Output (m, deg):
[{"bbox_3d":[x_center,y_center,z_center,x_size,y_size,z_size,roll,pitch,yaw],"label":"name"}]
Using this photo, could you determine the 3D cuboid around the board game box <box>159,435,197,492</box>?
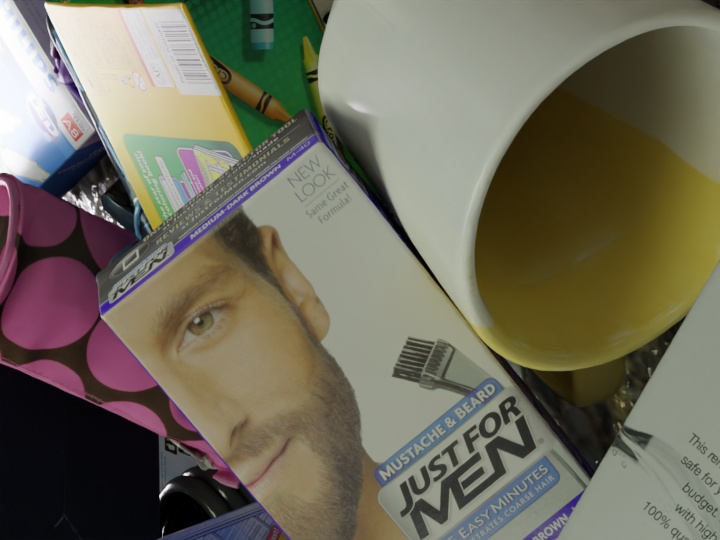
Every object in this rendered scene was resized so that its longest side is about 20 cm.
[{"bbox_3d":[-0.165,0.092,1.553,0.198,0.043,0.201,23,136,20],"label":"board game box"}]

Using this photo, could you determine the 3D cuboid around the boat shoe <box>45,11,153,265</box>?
[{"bbox_3d":[-0.090,-0.044,1.273,0.068,0.084,0.201,-15,99,14],"label":"boat shoe"}]

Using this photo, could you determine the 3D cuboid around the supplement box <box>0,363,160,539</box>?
[{"bbox_3d":[-0.219,0.110,1.405,0.199,0.134,0.201,-15,70,41],"label":"supplement box"}]

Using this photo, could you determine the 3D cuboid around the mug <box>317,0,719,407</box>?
[{"bbox_3d":[0.053,-0.049,1.045,0.153,0.149,0.187,44,120,43],"label":"mug"}]

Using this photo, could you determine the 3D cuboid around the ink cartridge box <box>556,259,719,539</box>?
[{"bbox_3d":[0.156,0.115,0.997,0.146,0.084,0.201,41,112,32],"label":"ink cartridge box"}]

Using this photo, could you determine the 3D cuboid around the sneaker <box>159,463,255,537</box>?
[{"bbox_3d":[-0.067,0.154,1.455,0.071,0.099,0.201,41,146,29],"label":"sneaker"}]

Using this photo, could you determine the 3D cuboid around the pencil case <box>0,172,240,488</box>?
[{"bbox_3d":[-0.116,0.031,1.322,0.199,0.094,0.091,28,-179,-32],"label":"pencil case"}]

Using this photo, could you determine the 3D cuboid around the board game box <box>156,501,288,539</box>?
[{"bbox_3d":[0.012,0.141,1.153,0.199,0.200,0.062,35,149,-4],"label":"board game box"}]

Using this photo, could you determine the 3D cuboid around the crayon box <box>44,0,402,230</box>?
[{"bbox_3d":[-0.044,-0.040,1.143,0.119,0.058,0.201,9,129,55],"label":"crayon box"}]

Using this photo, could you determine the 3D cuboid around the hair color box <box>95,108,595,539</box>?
[{"bbox_3d":[0.000,0.051,1.055,0.200,0.109,0.065,51,-176,-15],"label":"hair color box"}]

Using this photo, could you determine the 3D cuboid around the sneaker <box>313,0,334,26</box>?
[{"bbox_3d":[0.012,-0.078,1.165,0.200,0.074,0.080,55,151,-11],"label":"sneaker"}]

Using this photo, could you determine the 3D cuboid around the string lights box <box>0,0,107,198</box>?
[{"bbox_3d":[-0.178,-0.098,1.457,0.103,0.059,0.200,58,151,2],"label":"string lights box"}]

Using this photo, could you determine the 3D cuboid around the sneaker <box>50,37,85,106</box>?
[{"bbox_3d":[-0.124,-0.131,1.321,0.201,0.083,0.081,61,151,3],"label":"sneaker"}]
